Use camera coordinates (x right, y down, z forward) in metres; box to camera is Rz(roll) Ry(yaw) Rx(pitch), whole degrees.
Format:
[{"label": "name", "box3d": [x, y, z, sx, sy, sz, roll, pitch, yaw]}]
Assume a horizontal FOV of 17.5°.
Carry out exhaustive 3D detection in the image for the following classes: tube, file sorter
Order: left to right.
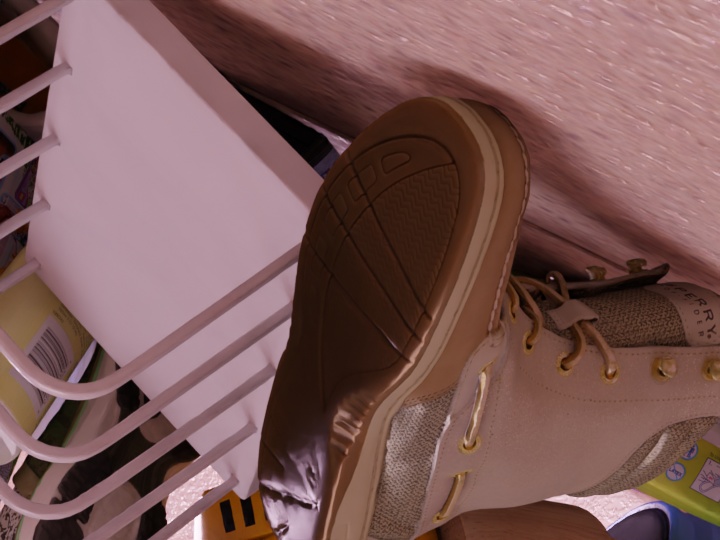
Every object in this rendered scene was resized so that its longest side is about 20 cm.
[{"label": "file sorter", "box3d": [-0.107, 0.018, 0.840, 0.139, 0.124, 0.200, 46, 151, 15]}, {"label": "tube", "box3d": [-0.124, 0.000, 1.014, 0.052, 0.200, 0.058, 47, 135, -17]}]

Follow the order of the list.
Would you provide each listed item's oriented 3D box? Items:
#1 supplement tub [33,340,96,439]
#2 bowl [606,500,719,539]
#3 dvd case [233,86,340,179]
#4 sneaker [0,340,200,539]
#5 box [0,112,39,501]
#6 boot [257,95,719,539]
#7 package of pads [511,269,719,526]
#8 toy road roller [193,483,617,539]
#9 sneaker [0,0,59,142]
[{"label": "supplement tub", "box3d": [-0.230, 0.028, 1.166, 0.199, 0.146, 0.144, -8, -160, -37]}, {"label": "bowl", "box3d": [0.112, 0.201, 1.163, 0.039, 0.201, 0.201, 36, 176, -5]}, {"label": "dvd case", "box3d": [0.000, 0.000, 0.991, 0.200, 0.018, 0.143, 52, 169, -32]}, {"label": "sneaker", "box3d": [-0.121, 0.080, 1.018, 0.088, 0.200, 0.077, -22, 116, 33]}, {"label": "box", "box3d": [-0.188, 0.019, 0.993, 0.039, 0.201, 0.137, -7, 139, 33]}, {"label": "boot", "box3d": [0.057, 0.016, 0.767, 0.154, 0.201, 0.072, -9, -131, -26]}, {"label": "package of pads", "box3d": [0.117, 0.059, 1.102, 0.154, 0.069, 0.200, 28, 176, -16]}, {"label": "toy road roller", "box3d": [0.009, 0.100, 0.958, 0.122, 0.147, 0.200, 13, 157, -35]}, {"label": "sneaker", "box3d": [-0.203, -0.121, 1.050, 0.199, 0.077, 0.081, 31, 157, -24]}]
